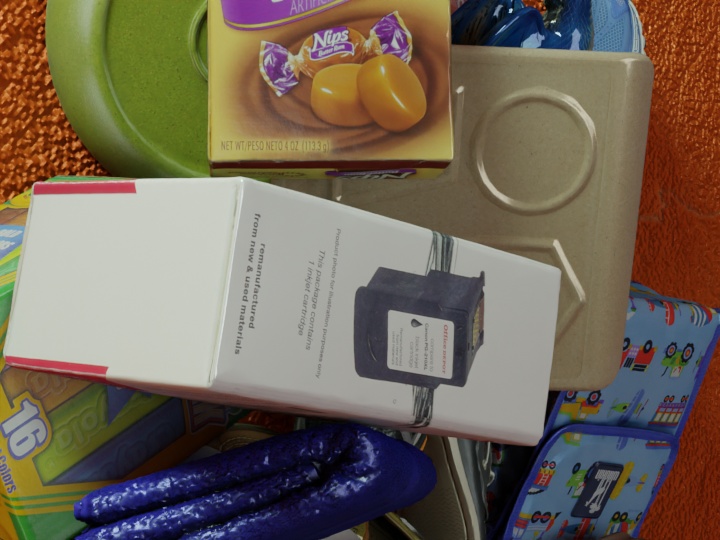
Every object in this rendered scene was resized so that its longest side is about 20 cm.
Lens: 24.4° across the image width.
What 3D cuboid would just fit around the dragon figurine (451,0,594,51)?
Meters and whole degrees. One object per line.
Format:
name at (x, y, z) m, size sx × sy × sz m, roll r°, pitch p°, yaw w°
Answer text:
dragon figurine at (0.076, -0.114, 0.902) m, size 0.199 × 0.059 × 0.100 m, roll -38°, pitch 122°, yaw -1°

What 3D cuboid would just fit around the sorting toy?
sorting toy at (0.050, -0.028, 0.877) m, size 0.198 × 0.037 × 0.187 m, roll 0°, pitch 110°, yaw -8°

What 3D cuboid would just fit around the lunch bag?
lunch bag at (0.148, 0.107, 1.133) m, size 0.150 × 0.094 × 0.202 m, roll 6°, pitch 100°, yaw -45°

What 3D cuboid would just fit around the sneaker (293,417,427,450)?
sneaker at (0.028, 0.045, 0.959) m, size 0.078 × 0.077 × 0.200 m, roll 33°, pitch 62°, yaw 8°

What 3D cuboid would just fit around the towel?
towel at (-0.045, 0.105, 0.768) m, size 0.200 × 0.147 × 0.050 m, roll 45°, pitch 22°, yaw -78°

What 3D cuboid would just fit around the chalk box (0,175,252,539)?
chalk box at (-0.136, 0.030, 0.812) m, size 0.200 × 0.124 × 0.125 m, roll -35°, pitch 116°, yaw -38°

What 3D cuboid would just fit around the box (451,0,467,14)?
box at (0.002, -0.162, 0.948) m, size 0.094 × 0.102 × 0.202 m, roll -34°, pitch 116°, yaw -37°

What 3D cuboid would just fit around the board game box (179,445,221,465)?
board game box at (-0.114, 0.188, 0.872) m, size 0.157 × 0.039 × 0.202 m, roll -12°, pitch 86°, yaw -33°

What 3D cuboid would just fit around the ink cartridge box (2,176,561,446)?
ink cartridge box at (-0.029, 0.020, 0.728) m, size 0.199 × 0.144 × 0.085 m, roll 15°, pitch 81°, yaw -44°

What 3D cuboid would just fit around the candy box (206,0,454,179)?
candy box at (-0.017, -0.147, 0.801) m, size 0.115 × 0.056 × 0.202 m, roll -1°, pitch 84°, yaw -6°

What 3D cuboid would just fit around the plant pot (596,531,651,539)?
plant pot at (0.159, 0.240, 1.105) m, size 0.200 × 0.201 × 0.093 m, roll -12°, pitch 59°, yaw -43°

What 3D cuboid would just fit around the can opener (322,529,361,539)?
can opener at (-0.058, 0.196, 0.838) m, size 0.200 × 0.067 × 0.054 m, roll -36°, pitch 93°, yaw -32°

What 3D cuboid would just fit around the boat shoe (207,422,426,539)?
boat shoe at (-0.020, 0.144, 0.969) m, size 0.200 × 0.068 × 0.072 m, roll 34°, pitch 70°, yaw -40°

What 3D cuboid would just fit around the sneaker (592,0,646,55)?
sneaker at (0.120, -0.115, 1.083) m, size 0.089 × 0.078 × 0.201 m, roll 44°, pitch 63°, yaw -39°

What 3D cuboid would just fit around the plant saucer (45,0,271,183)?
plant saucer at (-0.062, -0.121, 0.863) m, size 0.198 × 0.031 × 0.202 m, roll -3°, pitch 107°, yaw -11°

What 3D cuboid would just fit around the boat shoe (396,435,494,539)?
boat shoe at (0.061, 0.132, 1.046) m, size 0.067 × 0.071 × 0.202 m, roll -11°, pitch 97°, yaw -43°
